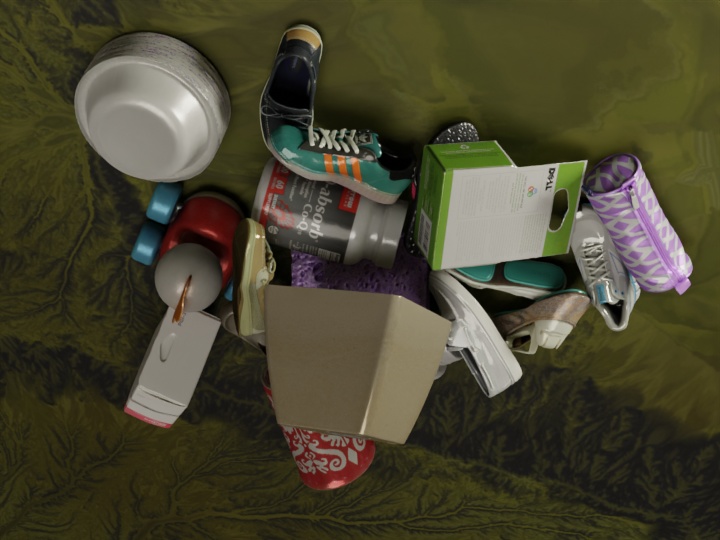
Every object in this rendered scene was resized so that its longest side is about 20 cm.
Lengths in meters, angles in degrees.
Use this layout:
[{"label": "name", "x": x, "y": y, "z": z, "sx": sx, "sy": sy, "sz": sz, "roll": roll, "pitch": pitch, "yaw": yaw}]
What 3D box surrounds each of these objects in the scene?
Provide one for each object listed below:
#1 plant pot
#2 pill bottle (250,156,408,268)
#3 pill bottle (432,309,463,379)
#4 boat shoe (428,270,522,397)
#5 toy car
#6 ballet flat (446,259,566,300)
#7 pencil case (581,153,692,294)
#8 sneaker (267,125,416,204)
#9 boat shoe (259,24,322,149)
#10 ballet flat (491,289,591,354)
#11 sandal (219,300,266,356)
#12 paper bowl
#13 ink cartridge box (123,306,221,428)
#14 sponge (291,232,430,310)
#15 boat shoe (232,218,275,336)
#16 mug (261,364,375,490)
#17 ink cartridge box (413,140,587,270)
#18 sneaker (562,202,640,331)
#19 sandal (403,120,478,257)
[{"label": "plant pot", "x": -0.014, "y": 0.131, "z": 1.658, "sx": 0.198, "sy": 0.179, "sz": 0.200, "roll": 5, "pitch": 170, "yaw": 26}, {"label": "pill bottle", "x": -0.042, "y": -0.074, "z": 1.689, "sx": 0.198, "sy": 0.116, "sz": 0.116, "roll": 15, "pitch": 133, "yaw": 0}, {"label": "pill bottle", "x": 0.053, "y": 0.122, "z": 1.844, "sx": 0.199, "sy": 0.110, "sz": 0.109, "roll": -21, "pitch": 123, "yaw": 29}, {"label": "boat shoe", "x": 0.146, "y": 0.089, "z": 1.751, "sx": 0.201, "sy": 0.068, "sz": 0.072, "roll": 55, "pitch": 167, "yaw": -17}, {"label": "toy car", "x": -0.239, "y": 0.006, "z": 1.753, "sx": 0.183, "sy": 0.201, "sz": 0.177, "roll": 24, "pitch": 133, "yaw": -7}, {"label": "ballet flat", "x": 0.187, "y": 0.004, "z": 1.743, "sx": 0.198, "sy": 0.070, "sz": 0.070, "roll": 15, "pitch": 133, "yaw": -1}, {"label": "pencil case", "x": 0.362, "y": -0.060, "z": 1.617, "sx": 0.200, "sy": 0.084, "sz": 0.085, "roll": 52, "pitch": 167, "yaw": -32}, {"label": "sneaker", "x": -0.019, "y": -0.155, "z": 1.607, "sx": 0.199, "sy": 0.072, "sz": 0.080, "roll": 18, "pitch": 132, "yaw": -24}, {"label": "boat shoe", "x": -0.093, "y": -0.220, "z": 1.608, "sx": 0.074, "sy": 0.063, "sz": 0.201, "roll": 15, "pitch": 134, "yaw": -2}, {"label": "ballet flat", "x": 0.252, "y": 0.080, "z": 1.743, "sx": 0.068, "sy": 0.068, "sz": 0.200, "roll": 15, "pitch": 159, "yaw": -23}, {"label": "sandal", "x": -0.109, "y": 0.101, "z": 1.786, "sx": 0.199, "sy": 0.055, "sz": 0.082, "roll": 26, "pitch": 123, "yaw": -23}, {"label": "paper bowl", "x": -0.279, "y": -0.202, "z": 1.645, "sx": 0.199, "sy": 0.105, "sz": 0.202, "roll": 8, "pitch": 134, "yaw": 8}, {"label": "ink cartridge box", "x": -0.285, "y": 0.144, "z": 1.877, "sx": 0.082, "sy": 0.148, "sz": 0.200, "roll": 24, "pitch": 160, "yaw": -9}, {"label": "sponge", "x": 0.000, "y": 0.000, "z": 1.768, "sx": 0.198, "sy": 0.030, "sz": 0.113, "roll": 4, "pitch": 100, "yaw": 13}, {"label": "boat shoe", "x": -0.136, "y": 0.009, "z": 1.675, "sx": 0.063, "sy": 0.073, "sz": 0.202, "roll": -6, "pitch": 133, "yaw": -13}, {"label": "mug", "x": -0.055, "y": 0.214, "z": 1.969, "sx": 0.133, "sy": 0.177, "sz": 0.201, "roll": 25, "pitch": 146, "yaw": 51}, {"label": "ink cartridge box", "x": 0.180, "y": -0.088, "z": 1.625, "sx": 0.198, "sy": 0.076, "sz": 0.149, "roll": -6, "pitch": 124, "yaw": -18}, {"label": "sneaker", "x": 0.327, "y": -0.001, "z": 1.681, "sx": 0.074, "sy": 0.087, "sz": 0.201, "roll": -15, "pitch": 125, "yaw": 28}, {"label": "sandal", "x": 0.098, "y": -0.112, "z": 1.656, "sx": 0.074, "sy": 0.045, "sz": 0.201, "roll": 7, "pitch": 121, "yaw": -20}]
